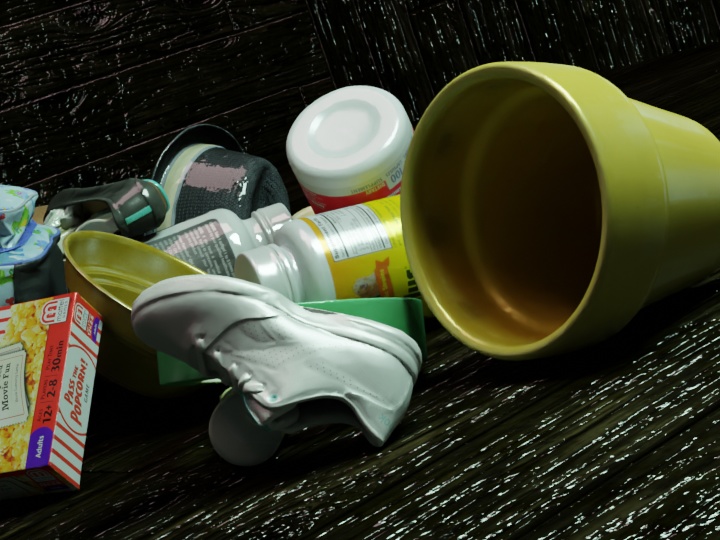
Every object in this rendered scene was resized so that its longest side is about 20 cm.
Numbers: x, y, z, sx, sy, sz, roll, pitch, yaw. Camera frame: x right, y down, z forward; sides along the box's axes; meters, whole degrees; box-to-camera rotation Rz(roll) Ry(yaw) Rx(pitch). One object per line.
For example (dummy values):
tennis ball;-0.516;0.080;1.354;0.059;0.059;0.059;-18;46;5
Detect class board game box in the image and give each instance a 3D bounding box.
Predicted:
board game box;-0.305;0.108;1.362;0.200;0.152;0.046;-11;-35;21

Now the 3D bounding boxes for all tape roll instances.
tape roll;-0.051;0.054;1.297;0.200;0.048;0.200;-6;-5;-1

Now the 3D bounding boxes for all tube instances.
tube;-0.074;0.101;1.268;0.052;0.058;0.200;-57;2;4

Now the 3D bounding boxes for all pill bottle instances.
pill bottle;0.015;-0.062;1.578;0.112;0.200;0.112;-12;49;14
pill bottle;0.000;0.000;1.461;0.200;0.109;0.109;-14;6;-20
pill bottle;-0.151;0.009;1.612;0.200;0.111;0.111;-22;8;-11

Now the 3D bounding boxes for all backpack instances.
backpack;-0.366;-0.002;1.527;0.200;0.147;0.183;-5;11;-3

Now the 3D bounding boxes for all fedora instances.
fedora;-0.130;-0.045;1.722;0.091;0.201;0.201;2;18;32

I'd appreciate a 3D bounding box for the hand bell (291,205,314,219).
hand bell;-0.022;0.013;1.685;0.104;0.104;0.200;-19;21;-2

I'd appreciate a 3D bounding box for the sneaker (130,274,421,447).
sneaker;-0.065;0.064;1.145;0.200;0.075;0.089;12;57;12

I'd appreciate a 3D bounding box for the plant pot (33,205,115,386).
plant pot;-0.276;0.042;1.754;0.186;0.187;0.200;-23;22;-25

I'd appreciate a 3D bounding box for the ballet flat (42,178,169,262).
ballet flat;-0.257;-0.045;1.628;0.068;0.068;0.200;-41;15;-36

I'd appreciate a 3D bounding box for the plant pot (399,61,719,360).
plant pot;0.162;-0.045;1.227;0.189;0.201;0.201;-5;-3;-40

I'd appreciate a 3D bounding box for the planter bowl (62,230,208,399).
planter bowl;-0.176;0.051;1.468;0.084;0.200;0.200;-62;-1;13
